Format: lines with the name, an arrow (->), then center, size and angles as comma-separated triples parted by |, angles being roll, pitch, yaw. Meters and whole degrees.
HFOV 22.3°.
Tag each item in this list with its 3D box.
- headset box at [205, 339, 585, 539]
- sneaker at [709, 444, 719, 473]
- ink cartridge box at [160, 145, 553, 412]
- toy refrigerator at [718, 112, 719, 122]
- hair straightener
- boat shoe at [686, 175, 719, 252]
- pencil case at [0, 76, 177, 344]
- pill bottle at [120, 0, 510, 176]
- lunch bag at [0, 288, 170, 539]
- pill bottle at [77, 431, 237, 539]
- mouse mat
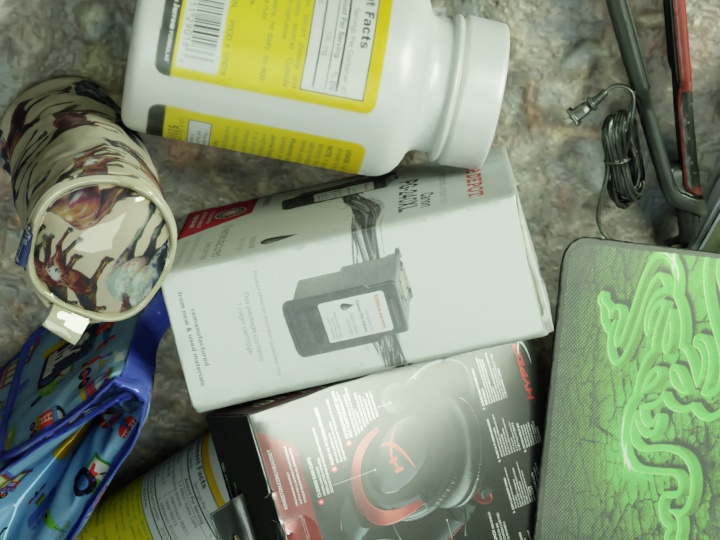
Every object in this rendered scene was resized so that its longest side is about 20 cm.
headset box -> 0.014, 0.126, 1.017 | 0.199, 0.075, 0.150 | -18, 93, -24
sneaker -> 0.147, 0.097, 1.097 | 0.198, 0.073, 0.078 | 3, 113, 20
ink cartridge box -> 0.000, 0.000, 1.021 | 0.198, 0.145, 0.084 | -13, 104, 5
toy refrigerator -> 0.310, -0.072, 1.033 | 0.198, 0.076, 0.070 | 15, 114, -8
hair straightener -> 0.154, -0.091, 1.048 | 0.076, 0.041, 0.202 | -9, 119, 4
boat shoe -> 0.212, 0.026, 1.084 | 0.071, 0.062, 0.202 | 12, 115, -6
pencil case -> -0.153, -0.041, 0.982 | 0.078, 0.200, 0.090 | 40, 97, -25
pill bottle -> -0.024, -0.113, 0.990 | 0.198, 0.112, 0.112 | 11, 115, -5
lunch bag -> -0.169, 0.089, 1.060 | 0.094, 0.151, 0.200 | 39, 109, -17
pill bottle -> -0.091, 0.159, 1.120 | 0.199, 0.104, 0.105 | -32, 111, 13
mouse mat -> 0.179, 0.088, 1.023 | 0.159, 0.008, 0.202 | 6, 88, -10
